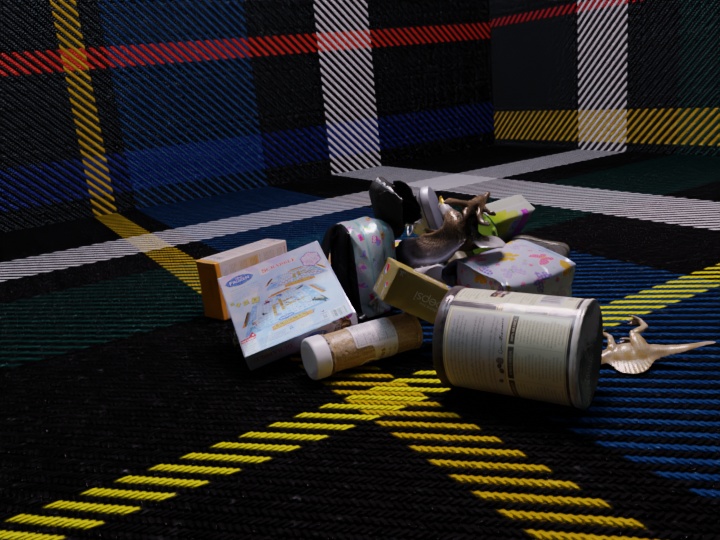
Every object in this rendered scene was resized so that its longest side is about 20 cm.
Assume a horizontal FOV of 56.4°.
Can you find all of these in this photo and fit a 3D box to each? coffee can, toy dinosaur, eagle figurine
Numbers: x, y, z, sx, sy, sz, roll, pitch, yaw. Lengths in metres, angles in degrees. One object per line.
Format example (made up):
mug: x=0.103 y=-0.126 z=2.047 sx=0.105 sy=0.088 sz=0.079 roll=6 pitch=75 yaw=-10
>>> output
coffee can: x=0.219 y=0.103 z=0.936 sx=0.198 sy=0.148 sz=0.146 roll=5 pitch=19 yaw=33
toy dinosaur: x=0.415 y=0.120 z=1.010 sx=0.198 sy=0.059 sz=0.101 roll=-10 pitch=29 yaw=13
eagle figurine: x=0.169 y=-0.069 z=1.269 sx=0.151 sy=0.200 sz=0.152 roll=24 pitch=45 yaw=-15

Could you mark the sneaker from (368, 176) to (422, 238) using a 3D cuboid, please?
sneaker: x=0.073 y=-0.107 z=1.273 sx=0.060 sy=0.200 sz=0.104 roll=-44 pitch=55 yaw=-14

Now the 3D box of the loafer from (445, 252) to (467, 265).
loafer: x=0.206 y=-0.010 z=1.481 sx=0.075 sy=0.070 sz=0.200 roll=-13 pitch=17 yaw=-24

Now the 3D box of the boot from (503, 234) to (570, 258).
boot: x=0.369 y=-0.015 z=1.469 sx=0.180 sy=0.073 sz=0.200 roll=0 pitch=23 yaw=26

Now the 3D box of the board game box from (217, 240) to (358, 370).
board game box: x=-0.131 y=0.055 z=1.177 sx=0.198 sy=0.041 sz=0.200 roll=-21 pitch=46 yaw=-9

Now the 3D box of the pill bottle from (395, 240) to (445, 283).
pill bottle: x=0.113 y=0.004 z=1.403 sx=0.103 sy=0.105 sz=0.200 roll=-11 pitch=16 yaw=-18

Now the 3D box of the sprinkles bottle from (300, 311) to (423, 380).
sprinkles bottle: x=0.004 y=0.120 z=1.098 sx=0.198 sy=0.069 sz=0.068 roll=-14 pitch=17 yaw=-25

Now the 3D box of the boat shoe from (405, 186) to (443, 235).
boat shoe: x=0.129 y=-0.099 z=1.418 sx=0.085 sy=0.202 sz=0.075 roll=-6 pitch=58 yaw=16

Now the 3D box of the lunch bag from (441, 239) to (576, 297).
lunch bag: x=0.270 y=0.022 z=1.251 sx=0.168 sy=0.128 sz=0.200 roll=-16 pitch=28 yaw=-24

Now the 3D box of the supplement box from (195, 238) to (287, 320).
supplement box: x=-0.247 y=0.016 z=1.455 sx=0.073 sy=0.127 sz=0.199 roll=7 pitch=19 yaw=42

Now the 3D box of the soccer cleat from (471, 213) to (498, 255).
soccer cleat: x=0.259 y=-0.050 z=1.392 sx=0.067 sy=0.201 sz=0.081 roll=-31 pitch=37 yaw=3

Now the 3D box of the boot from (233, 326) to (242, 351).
boot: x=-0.149 y=0.092 z=1.250 sx=0.149 sy=0.074 sz=0.200 roll=-5 pitch=24 yaw=2

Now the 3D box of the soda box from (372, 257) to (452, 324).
soda box: x=0.124 y=0.052 z=1.125 sx=0.199 sy=0.064 sz=0.068 roll=24 pitch=8 yaw=-19

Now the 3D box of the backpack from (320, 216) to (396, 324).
backpack: x=0.000 y=0.000 z=1.277 sx=0.126 sy=0.202 sz=0.166 roll=-12 pitch=16 yaw=-29

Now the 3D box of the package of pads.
package of pads: x=0.299 y=-0.088 z=1.579 sx=0.199 sy=0.155 sz=0.068 roll=-18 pitch=57 yaw=-37
